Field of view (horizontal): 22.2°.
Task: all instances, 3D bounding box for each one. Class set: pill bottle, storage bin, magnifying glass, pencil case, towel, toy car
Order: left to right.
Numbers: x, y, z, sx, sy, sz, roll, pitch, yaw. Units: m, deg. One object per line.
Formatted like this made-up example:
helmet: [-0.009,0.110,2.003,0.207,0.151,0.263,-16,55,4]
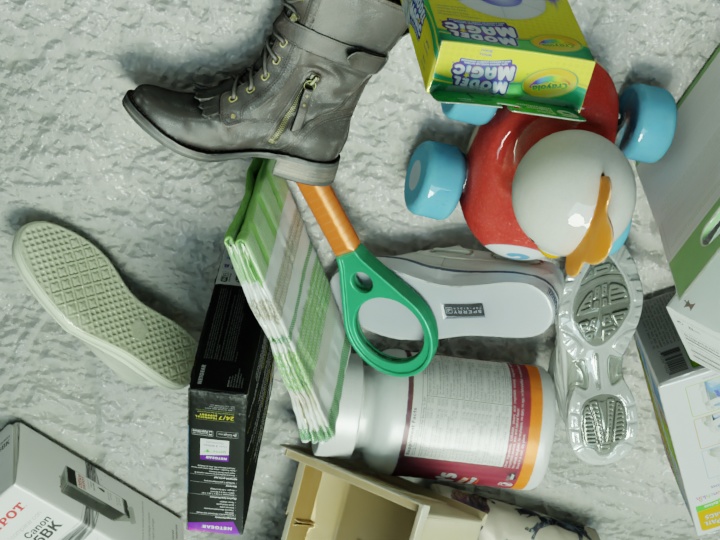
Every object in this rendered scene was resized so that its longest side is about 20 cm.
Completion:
towel: [-0.058,0.021,1.465,0.030,0.150,0.201,-14,119,15]
storage bin: [-0.011,0.272,1.581,0.093,0.198,0.202,13,93,-45]
magnifying glass: [0.000,0.000,1.509,0.079,0.022,0.201,-17,112,34]
pill bottle: [0.062,0.127,1.594,0.198,0.110,0.110,7,126,-8]
pencil case: [0.138,0.266,1.731,0.199,0.078,0.090,18,101,-20]
toy car: [0.151,-0.056,1.413,0.183,0.201,0.178,12,121,-16]

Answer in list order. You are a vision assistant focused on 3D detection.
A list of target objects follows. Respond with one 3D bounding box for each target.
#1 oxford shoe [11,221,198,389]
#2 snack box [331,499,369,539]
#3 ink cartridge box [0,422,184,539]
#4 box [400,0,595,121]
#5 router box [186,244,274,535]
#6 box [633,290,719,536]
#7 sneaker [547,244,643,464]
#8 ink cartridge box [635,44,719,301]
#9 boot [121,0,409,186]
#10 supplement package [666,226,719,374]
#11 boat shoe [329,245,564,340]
oxford shoe: [-0.217,0.035,1.520,0.058,0.076,0.200,-10,137,47]
snack box: [-0.023,0.327,1.695,0.067,0.169,0.200,17,124,-43]
ink cartridge box: [-0.278,0.248,1.656,0.200,0.083,0.147,35,116,-30]
box: [0.095,-0.174,1.319,0.116,0.201,0.049,6,126,-13]
router box: [-0.102,0.091,1.486,0.051,0.201,0.150,6,126,2]
box: [0.315,0.121,1.627,0.101,0.113,0.201,-18,128,4]
sneaker: [0.192,0.060,1.588,0.077,0.099,0.202,0,101,-13]
ink cartridge box: [0.283,-0.077,1.419,0.048,0.201,0.146,22,121,-20]
boot: [-0.066,-0.164,1.398,0.199,0.069,0.175,13,119,-22]
supplement package: [0.367,0.003,1.451,0.201,0.155,0.111,-55,149,-10]
boat shoe: [0.074,0.012,1.536,0.198,0.070,0.071,0,119,23]
